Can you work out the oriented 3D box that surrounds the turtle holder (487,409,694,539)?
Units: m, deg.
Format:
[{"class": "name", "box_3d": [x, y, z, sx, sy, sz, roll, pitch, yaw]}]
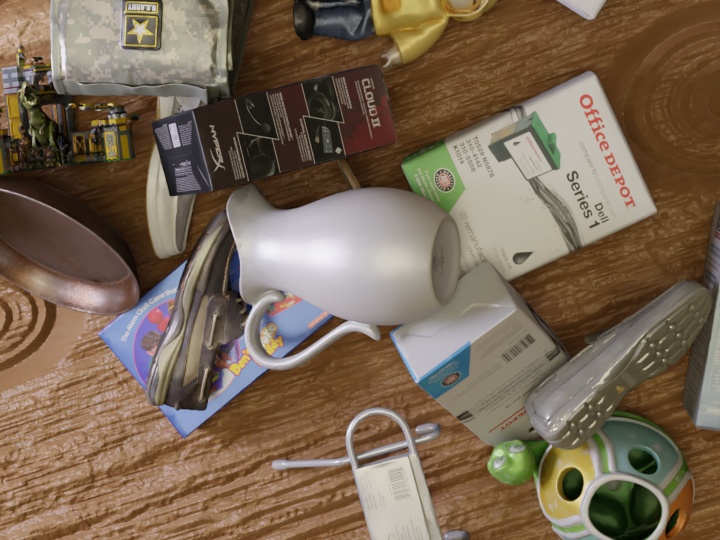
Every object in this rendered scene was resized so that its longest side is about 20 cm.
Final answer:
[{"class": "turtle holder", "box_3d": [0.227, 0.194, 1.446, 0.141, 0.132, 0.186, -44, 94, 9]}]

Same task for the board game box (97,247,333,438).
[{"class": "board game box", "box_3d": [-0.136, 0.048, 1.506, 0.200, 0.045, 0.135, -39, 92, 8]}]

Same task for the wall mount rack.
[{"class": "wall mount rack", "box_3d": [0.010, 0.231, 1.506, 0.173, 0.075, 0.201, -15, 96, 3]}]

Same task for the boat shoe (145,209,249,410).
[{"class": "boat shoe", "box_3d": [-0.141, 0.041, 1.454, 0.073, 0.075, 0.201, 19, 104, -10]}]

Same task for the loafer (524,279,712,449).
[{"class": "loafer", "box_3d": [0.231, 0.076, 1.401, 0.200, 0.070, 0.070, -41, 136, 1]}]

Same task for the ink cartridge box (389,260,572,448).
[{"class": "ink cartridge box", "box_3d": [0.128, 0.088, 1.446, 0.116, 0.200, 0.068, -37, 50, 9]}]

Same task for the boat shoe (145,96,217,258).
[{"class": "boat shoe", "box_3d": [-0.162, -0.108, 1.476, 0.069, 0.071, 0.201, 6, 96, 6]}]

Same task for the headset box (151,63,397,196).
[{"class": "headset box", "box_3d": [-0.071, -0.128, 1.399, 0.199, 0.149, 0.077, -15, 97, -21]}]

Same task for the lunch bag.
[{"class": "lunch bag", "box_3d": [-0.185, -0.242, 1.397, 0.163, 0.118, 0.201, 2, 58, 5]}]

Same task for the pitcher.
[{"class": "pitcher", "box_3d": [-0.016, 0.010, 1.385, 0.199, 0.121, 0.172, 4, 101, 23]}]

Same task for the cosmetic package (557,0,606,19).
[{"class": "cosmetic package", "box_3d": [0.158, -0.326, 1.413, 0.200, 0.085, 0.108, 35, 99, -1]}]

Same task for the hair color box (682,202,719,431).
[{"class": "hair color box", "box_3d": [0.349, 0.043, 1.435, 0.060, 0.099, 0.201, 8, 98, 4]}]

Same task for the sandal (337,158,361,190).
[{"class": "sandal", "box_3d": [0.000, 0.001, 1.471, 0.069, 0.078, 0.212, -27, 99, -1]}]

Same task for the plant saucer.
[{"class": "plant saucer", "box_3d": [-0.292, -0.028, 1.450, 0.200, 0.200, 0.035, 23, 61, 2]}]

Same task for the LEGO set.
[{"class": "LEGO set", "box_3d": [-0.312, -0.151, 1.427, 0.199, 0.154, 0.116, -10, 98, -33]}]

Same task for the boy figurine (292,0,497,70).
[{"class": "boy figurine", "box_3d": [0.037, -0.250, 1.445, 0.199, 0.064, 0.125, 0, 95, 8]}]

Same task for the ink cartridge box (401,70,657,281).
[{"class": "ink cartridge box", "box_3d": [0.159, -0.081, 1.444, 0.200, 0.084, 0.146, -25, 95, 8]}]
